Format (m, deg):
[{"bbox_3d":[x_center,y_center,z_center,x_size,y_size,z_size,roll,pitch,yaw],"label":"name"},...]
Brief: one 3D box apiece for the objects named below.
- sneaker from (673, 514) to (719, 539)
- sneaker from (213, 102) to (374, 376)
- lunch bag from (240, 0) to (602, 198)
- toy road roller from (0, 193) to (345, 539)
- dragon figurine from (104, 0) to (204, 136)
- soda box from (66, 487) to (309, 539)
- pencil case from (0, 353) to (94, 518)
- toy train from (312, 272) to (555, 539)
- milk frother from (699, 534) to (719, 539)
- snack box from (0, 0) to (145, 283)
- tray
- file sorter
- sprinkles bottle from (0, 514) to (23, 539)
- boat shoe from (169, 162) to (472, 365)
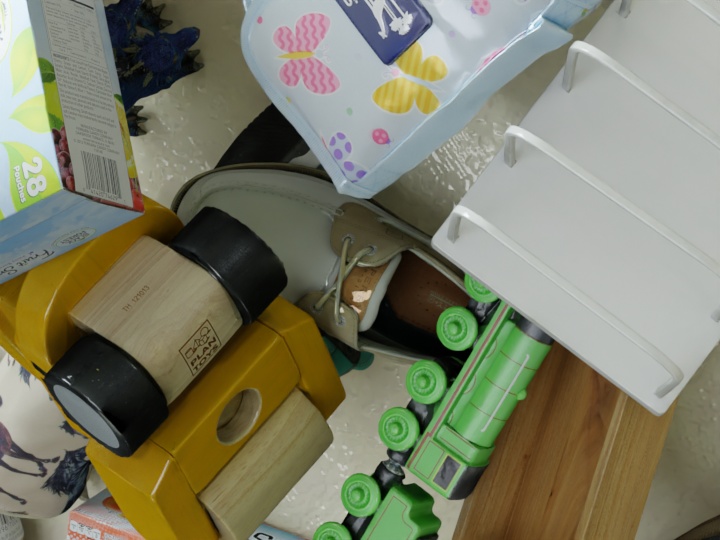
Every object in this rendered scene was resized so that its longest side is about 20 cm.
[{"bbox_3d":[0.157,0.167,1.494,0.200,0.076,0.070,-32,109,11],"label":"sneaker"},{"bbox_3d":[-0.032,-0.001,1.537,0.121,0.084,0.200,36,92,-27],"label":"sneaker"},{"bbox_3d":[0.028,-0.156,1.375,0.170,0.127,0.200,-40,46,35],"label":"lunch bag"},{"bbox_3d":[-0.109,0.040,1.436,0.146,0.123,0.200,31,159,33],"label":"toy road roller"},{"bbox_3d":[-0.151,-0.094,1.559,0.200,0.099,0.059,-37,86,33],"label":"dragon figurine"},{"bbox_3d":[-0.070,0.184,1.630,0.200,0.064,0.068,18,115,25],"label":"soda box"},{"bbox_3d":[-0.153,0.053,1.625,0.200,0.089,0.078,-53,50,31],"label":"pencil case"},{"bbox_3d":[0.042,0.080,1.434,0.056,0.042,0.200,37,107,22],"label":"toy train"},{"bbox_3d":[0.207,0.226,1.412,0.188,0.200,0.181,-29,57,48],"label":"milk frother"},{"bbox_3d":[-0.201,-0.092,1.372,0.169,0.068,0.200,-24,69,29],"label":"snack box"},{"bbox_3d":[0.114,0.061,1.423,0.099,0.037,0.200,10,80,56],"label":"tray"},{"bbox_3d":[0.147,-0.057,1.323,0.139,0.125,0.200,37,86,5],"label":"file sorter"},{"bbox_3d":[-0.246,0.119,1.704,0.068,0.068,0.200,-9,102,32],"label":"sprinkles bottle"},{"bbox_3d":[0.000,0.000,1.468,0.200,0.068,0.075,19,101,-14],"label":"boat shoe"}]
